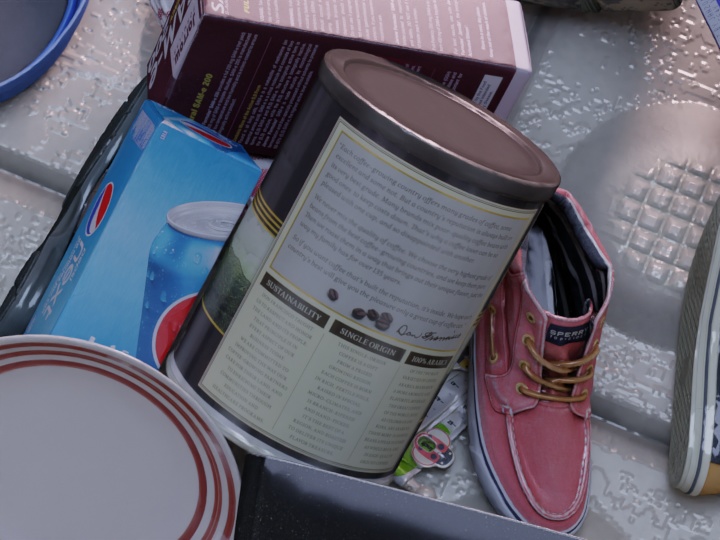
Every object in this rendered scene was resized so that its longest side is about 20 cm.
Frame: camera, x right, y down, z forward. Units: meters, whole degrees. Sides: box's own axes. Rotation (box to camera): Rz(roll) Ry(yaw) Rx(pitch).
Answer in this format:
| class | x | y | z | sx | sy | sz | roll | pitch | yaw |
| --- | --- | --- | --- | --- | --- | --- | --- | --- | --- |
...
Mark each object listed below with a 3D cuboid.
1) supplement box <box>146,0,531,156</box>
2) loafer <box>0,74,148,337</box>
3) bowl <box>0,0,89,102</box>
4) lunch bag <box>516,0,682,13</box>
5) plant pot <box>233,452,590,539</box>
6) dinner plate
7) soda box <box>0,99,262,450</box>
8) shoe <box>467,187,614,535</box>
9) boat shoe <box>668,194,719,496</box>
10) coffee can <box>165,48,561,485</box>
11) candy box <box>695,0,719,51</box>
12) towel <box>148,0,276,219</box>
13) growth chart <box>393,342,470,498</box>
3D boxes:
| class | x | y | z | sx | sy | sz | roll | pitch | yaw |
| --- | --- | --- | --- | --- | --- | --- | --- | --- | --- |
| supplement box | -0.014 | -0.117 | 1.639 | 0.199 | 0.109 | 0.061 | 8 | 50 | -19 |
| loafer | -0.149 | -0.027 | 1.685 | 0.063 | 0.072 | 0.200 | 33 | 68 | -10 |
| bowl | -0.264 | -0.186 | 1.756 | 0.200 | 0.039 | 0.201 | 1 | 67 | -2 |
| lunch bag | 0.126 | -0.263 | 1.759 | 0.167 | 0.139 | 0.201 | 2 | 64 | 22 |
| plant pot | 0.016 | 0.217 | 1.525 | 0.199 | 0.200 | 0.178 | 15 | 81 | 3 |
| dinner plate | -0.161 | 0.112 | 1.565 | 0.200 | 0.201 | 0.024 | 14 | 35 | 3 |
| soda box | -0.134 | 0.010 | 1.600 | 0.068 | 0.064 | 0.200 | 26 | 98 | -18 |
| shoe | 0.105 | 0.053 | 1.625 | 0.071 | 0.091 | 0.201 | -3 | 78 | -18 |
| boat shoe | 0.223 | 0.038 | 1.667 | 0.062 | 0.075 | 0.201 | 9 | 72 | -4 |
| coffee can | 0.000 | 0.000 | 1.563 | 0.146 | 0.146 | 0.200 | 32 | 106 | 10 |
| candy box | 0.278 | -0.152 | 1.682 | 0.077 | 0.200 | 0.169 | -34 | 67 | 30 |
| towel | -0.040 | -0.118 | 1.719 | 0.146 | 0.030 | 0.200 | -10 | 62 | -27 |
| growth chart | 0.041 | 0.028 | 1.691 | 0.145 | 0.018 | 0.200 | 35 | 69 | 13 |
